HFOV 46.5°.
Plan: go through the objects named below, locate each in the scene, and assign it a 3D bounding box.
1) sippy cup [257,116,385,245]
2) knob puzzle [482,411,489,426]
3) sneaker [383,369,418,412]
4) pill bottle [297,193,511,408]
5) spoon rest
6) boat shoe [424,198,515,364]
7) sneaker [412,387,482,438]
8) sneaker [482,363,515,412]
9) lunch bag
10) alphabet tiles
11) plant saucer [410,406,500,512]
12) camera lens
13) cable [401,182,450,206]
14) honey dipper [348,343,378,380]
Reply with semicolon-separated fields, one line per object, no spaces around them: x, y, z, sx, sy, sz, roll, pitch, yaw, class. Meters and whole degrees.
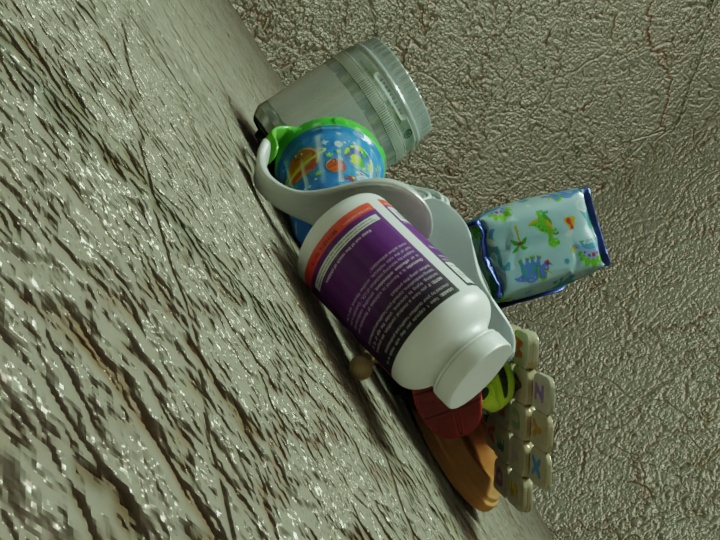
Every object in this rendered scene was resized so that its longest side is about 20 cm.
-0.032;-0.087;0.965;0.131;0.176;0.141;-98;-168;-52;sippy cup
0.151;0.125;1.143;0.220;0.030;0.222;162;-90;-78;knob puzzle
0.055;0.095;1.035;0.201;0.075;0.091;63;2;35;sneaker
0.040;0.028;0.766;0.200;0.112;0.112;45;-2;25;pill bottle
-0.022;-0.069;0.853;0.061;0.198;0.100;-63;172;-45;spoon rest
0.108;0.017;0.926;0.057;0.068;0.201;73;-7;-76;boat shoe
0.080;0.079;0.928;0.116;0.078;0.202;-87;159;-68;sneaker
0.118;0.075;0.988;0.084;0.073;0.202;101;-25;-65;sneaker
0.193;-0.019;1.087;0.200;0.169;0.129;165;-90;-72;lunch bag
0.177;0.166;0.960;0.196;0.014;0.202;-157;-112;-80;alphabet tiles
0.127;0.209;1.074;0.201;0.037;0.201;51;15;-20;plant saucer
-0.028;-0.188;1.096;0.161;0.199;0.160;56;-3;4;camera lens
0.027;-0.079;1.194;0.199;0.198;0.070;-22;118;-55;cable
0.009;0.082;0.841;0.038;0.038;0.200;59;7;2;honey dipper
